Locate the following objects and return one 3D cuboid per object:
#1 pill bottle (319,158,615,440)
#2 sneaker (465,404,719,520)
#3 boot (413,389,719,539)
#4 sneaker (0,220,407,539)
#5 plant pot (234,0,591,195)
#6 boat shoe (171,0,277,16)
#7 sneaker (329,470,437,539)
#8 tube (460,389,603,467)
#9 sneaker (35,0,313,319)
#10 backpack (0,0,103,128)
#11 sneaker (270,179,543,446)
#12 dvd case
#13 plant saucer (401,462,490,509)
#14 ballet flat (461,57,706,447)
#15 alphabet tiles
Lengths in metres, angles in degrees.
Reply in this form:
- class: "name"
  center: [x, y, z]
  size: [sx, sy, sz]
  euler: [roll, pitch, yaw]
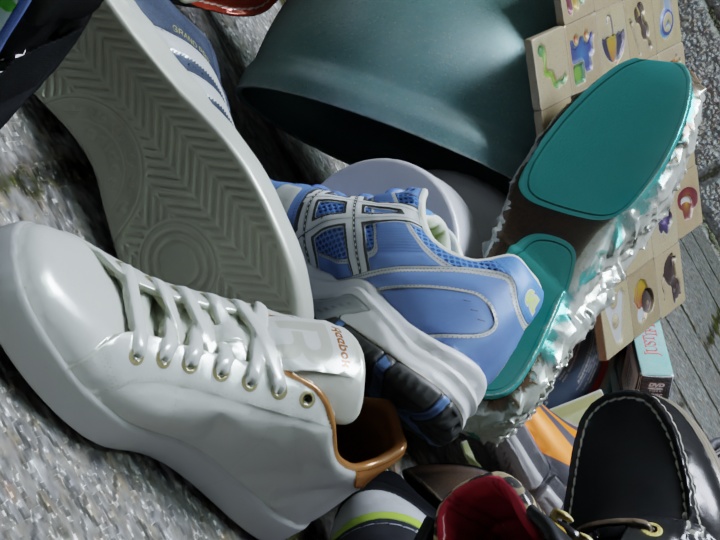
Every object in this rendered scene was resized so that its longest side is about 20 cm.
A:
- class: "pill bottle"
  center: [0.045, 0.017, 0.901]
  size: [0.200, 0.119, 0.120]
  euler: [30, 34, -60]
- class: "sneaker"
  center: [0.136, 0.102, 0.863]
  size: [0.200, 0.112, 0.078]
  euler: [51, -8, -23]
- class: "boot"
  center: [0.081, 0.112, 0.657]
  size: [0.150, 0.073, 0.202]
  euler: [41, 45, -44]
- class: "sneaker"
  center: [-0.052, 0.028, 0.647]
  size: [0.200, 0.084, 0.073]
  euler: [40, 27, -48]
- class: "plant pot"
  center: [0.050, -0.116, 0.940]
  size: [0.199, 0.135, 0.200]
  euler: [22, -5, 2]
- class: "boat shoe"
  center: [-0.094, -0.160, 0.856]
  size: [0.200, 0.071, 0.063]
  euler: [25, 26, -57]
- class: "sneaker"
  center: [0.054, 0.157, 0.771]
  size: [0.201, 0.071, 0.083]
  euler: [54, 16, -24]
- class: "tube"
  center: [0.120, 0.163, 0.928]
  size: [0.058, 0.052, 0.202]
  euler: [-34, 109, -38]
- class: "sneaker"
  center: [-0.073, -0.053, 0.733]
  size: [0.201, 0.075, 0.084]
  euler: [60, 20, 0]
- class: "backpack"
  center: [-0.128, -0.129, 0.525]
  size: [0.146, 0.183, 0.201]
  euler: [31, 28, -14]
- class: "sneaker"
  center: [0.000, 0.000, 0.769]
  size: [0.200, 0.077, 0.076]
  euler: [36, -15, 43]
- class: "dvd case"
  center: [0.139, 0.106, 1.003]
  size: [0.146, 0.022, 0.202]
  euler: [-88, -177, -62]
- class: "plant saucer"
  center: [0.095, 0.159, 0.823]
  size: [0.201, 0.032, 0.200]
  euler: [50, -6, 8]
- class: "ballet flat"
  center: [0.091, -0.007, 0.807]
  size: [0.071, 0.201, 0.072]
  euler: [30, -21, 13]
- class: "alphabet tiles"
  center: [0.130, -0.065, 0.901]
  size: [0.166, 0.006, 0.202]
  euler: [-29, 115, -53]
